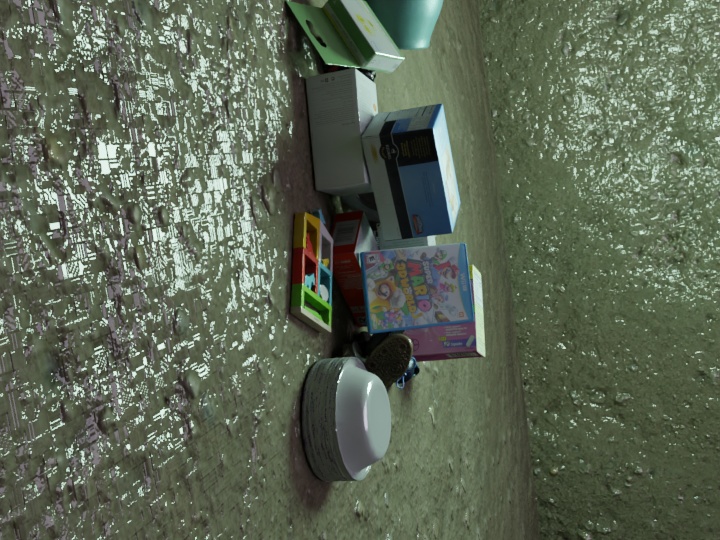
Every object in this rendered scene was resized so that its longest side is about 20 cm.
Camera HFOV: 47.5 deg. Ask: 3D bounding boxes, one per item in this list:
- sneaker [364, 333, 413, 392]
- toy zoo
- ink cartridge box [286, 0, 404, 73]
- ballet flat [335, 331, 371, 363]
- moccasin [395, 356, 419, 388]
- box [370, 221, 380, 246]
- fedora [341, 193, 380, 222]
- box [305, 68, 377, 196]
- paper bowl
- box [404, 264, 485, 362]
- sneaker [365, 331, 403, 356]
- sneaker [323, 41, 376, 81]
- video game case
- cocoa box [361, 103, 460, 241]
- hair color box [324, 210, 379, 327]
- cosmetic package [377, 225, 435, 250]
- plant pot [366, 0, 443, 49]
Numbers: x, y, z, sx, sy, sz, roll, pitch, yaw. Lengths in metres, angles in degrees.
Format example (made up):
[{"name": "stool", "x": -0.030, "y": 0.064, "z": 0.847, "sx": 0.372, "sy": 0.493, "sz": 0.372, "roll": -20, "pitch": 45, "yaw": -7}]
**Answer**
[{"name": "sneaker", "x": 0.034, "y": 0.182, "z": 1.473, "sx": 0.201, "sy": 0.070, "sz": 0.076, "roll": -60, "pitch": -177, "yaw": 25}, {"name": "toy zoo", "x": -0.078, "y": -0.009, "z": 1.366, "sx": 0.131, "sy": 0.020, "sz": 0.202, "roll": 43, "pitch": 44, "yaw": -63}, {"name": "ink cartridge box", "x": -0.023, "y": -0.422, "z": 1.439, "sx": 0.199, "sy": 0.048, "sz": 0.146, "roll": -10, "pitch": 64, "yaw": -56}, {"name": "ballet flat", "x": -0.004, "y": 0.155, "z": 1.518, "sx": 0.068, "sy": 0.046, "sz": 0.200, "roll": 62, "pitch": 12, "yaw": 4}, {"name": "moccasin", "x": 0.084, "y": 0.193, "z": 1.675, "sx": 0.081, "sy": 0.068, "sz": 0.200, "roll": -56, "pitch": 165, "yaw": 13}, {"name": "box", "x": 0.072, "y": -0.038, "z": 1.787, "sx": 0.200, "sy": 0.043, "sz": 0.162, "roll": 44, "pitch": 44, "yaw": -63}, {"name": "fedora", "x": 0.049, "y": -0.187, "z": 1.608, "sx": 0.090, "sy": 0.197, "sz": 0.179, "roll": -130, "pitch": -141, "yaw": -76}, {"name": "box", "x": -0.025, "y": -0.244, "z": 1.475, "sx": 0.124, "sy": 0.096, "sz": 0.203, "roll": 2, "pitch": 82, "yaw": -72}, {"name": "paper bowl", "x": -0.015, "y": 0.245, "z": 1.355, "sx": 0.200, "sy": 0.103, "sz": 0.203, "roll": -6, "pitch": 90, "yaw": -70}, {"name": "box", "x": 0.191, "y": 0.102, "z": 1.895, "sx": 0.097, "sy": 0.174, "sz": 0.202, "roll": 35, "pitch": 52, "yaw": -66}, {"name": "sneaker", "x": 0.056, "y": 0.066, "z": 1.502, "sx": 0.201, "sy": 0.088, "sz": 0.074, "roll": -53, "pitch": 165, "yaw": -14}, {"name": "sneaker", "x": -0.005, "y": -0.355, "z": 1.570, "sx": 0.071, "sy": 0.097, "sz": 0.202, "roll": -74, "pitch": 153, "yaw": -51}, {"name": "video game case", "x": 0.102, "y": 0.030, "z": 1.458, "sx": 0.018, "sy": 0.198, "sz": 0.145, "roll": 161, "pitch": -77, "yaw": -74}, {"name": "cocoa box", "x": 0.095, "y": -0.175, "z": 1.457, "sx": 0.134, "sy": 0.130, "sz": 0.202, "roll": -67, "pitch": 147, "yaw": -58}, {"name": "hair color box", "x": 0.000, "y": 0.000, "z": 1.534, "sx": 0.112, "sy": 0.063, "sz": 0.201, "roll": -78, "pitch": 153, "yaw": -42}, {"name": "cosmetic package", "x": 0.099, "y": 0.007, "z": 1.574, "sx": 0.074, "sy": 0.101, "sz": 0.202, "roll": -26, "pitch": 110, "yaw": -72}, {"name": "plant pot", "x": 0.093, "y": -0.595, "z": 1.816, "sx": 0.200, "sy": 0.198, "sz": 0.190, "roll": -56, "pitch": 152, "yaw": -62}]
